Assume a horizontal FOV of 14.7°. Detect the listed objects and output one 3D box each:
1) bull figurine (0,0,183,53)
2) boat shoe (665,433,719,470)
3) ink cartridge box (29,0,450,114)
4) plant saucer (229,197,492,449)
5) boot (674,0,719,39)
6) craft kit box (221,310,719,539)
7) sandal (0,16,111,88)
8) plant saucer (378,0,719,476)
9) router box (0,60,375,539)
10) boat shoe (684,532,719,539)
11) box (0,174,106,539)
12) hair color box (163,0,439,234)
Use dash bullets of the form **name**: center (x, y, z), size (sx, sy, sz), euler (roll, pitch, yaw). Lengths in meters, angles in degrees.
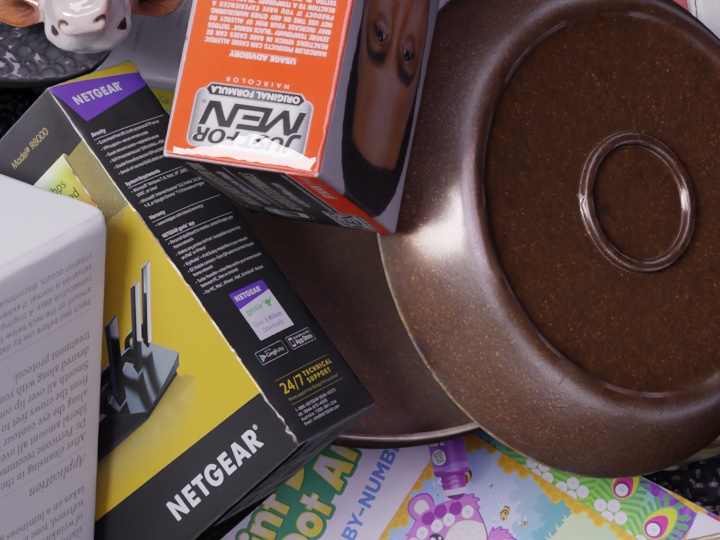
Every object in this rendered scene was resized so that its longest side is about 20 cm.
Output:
- **bull figurine**: center (-0.073, -0.168, 0.981), size (0.065, 0.122, 0.200), euler (16, 48, 16)
- **boat shoe**: center (0.196, 0.017, 1.161), size (0.200, 0.063, 0.073), euler (-35, 78, -20)
- **ink cartridge box**: center (-0.026, -0.154, 1.138), size (0.199, 0.047, 0.199), euler (11, 72, 21)
- **plant saucer**: center (0.000, 0.000, 1.111), size (0.199, 0.035, 0.201), euler (4, 46, -4)
- **boot**: center (0.074, -0.142, 1.176), size (0.143, 0.072, 0.201), euler (-12, 69, -10)
- **craft kit box**: center (0.026, 0.149, 1.108), size (0.197, 0.049, 0.201), euler (26, 74, 3)
- **sandal**: center (-0.185, -0.108, 1.003), size (0.198, 0.045, 0.076), euler (8, 74, -8)
- **plant saucer**: center (0.097, -0.023, 1.064), size (0.199, 0.034, 0.202), euler (6, 79, -32)
- **router box**: center (-0.110, 0.045, 1.044), size (0.158, 0.200, 0.052), euler (53, 37, 9)
- **boat shoe**: center (0.132, 0.134, 1.069), size (0.199, 0.065, 0.073), euler (-14, 77, -11)
- **box**: center (-0.182, 0.062, 0.992), size (0.152, 0.201, 0.106), euler (21, 31, 27)
- **hair color box**: center (-0.008, -0.123, 0.982), size (0.061, 0.101, 0.201), euler (9, 83, 18)
